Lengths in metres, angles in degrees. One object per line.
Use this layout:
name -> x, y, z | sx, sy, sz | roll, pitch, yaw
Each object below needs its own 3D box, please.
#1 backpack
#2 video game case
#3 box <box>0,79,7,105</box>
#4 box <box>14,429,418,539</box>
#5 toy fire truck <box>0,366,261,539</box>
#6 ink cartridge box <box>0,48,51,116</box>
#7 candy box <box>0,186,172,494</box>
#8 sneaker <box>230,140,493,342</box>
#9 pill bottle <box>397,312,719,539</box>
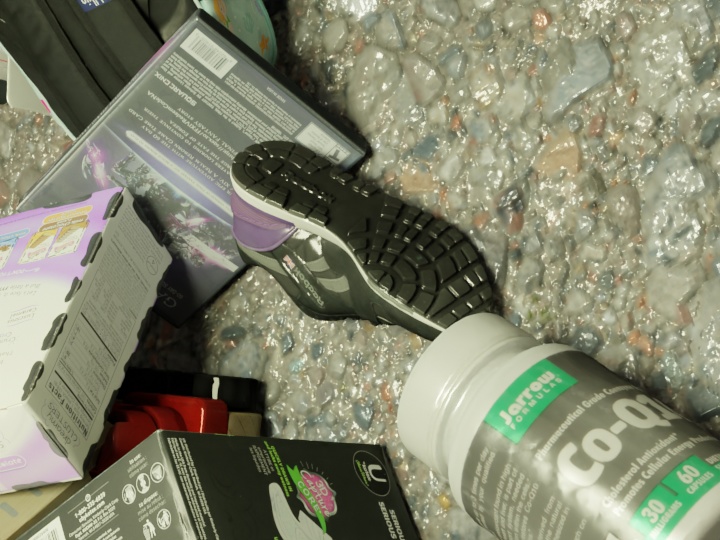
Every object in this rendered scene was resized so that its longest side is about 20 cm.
backpack -> -0.154, -0.178, 1.184 | 0.177, 0.151, 0.200 | -18, 112, 33
video game case -> -0.114, -0.062, 1.164 | 0.200, 0.143, 0.019 | -41, 22, 29
box -> -0.331, -0.217, 1.313 | 0.079, 0.200, 0.141 | -28, 66, 33
box -> -0.076, 0.185, 1.047 | 0.148, 0.200, 0.125 | -37, 61, 30
toy fire truck -> -0.188, 0.123, 1.148 | 0.176, 0.200, 0.129 | 3, 85, 40
ink cartridge box -> -0.238, -0.200, 1.288 | 0.067, 0.117, 0.201 | -12, 76, 37
candy box -> -0.231, 0.051, 1.125 | 0.167, 0.072, 0.200 | -12, 38, 25
sneaker -> 0.000, 0.000, 1.110 | 0.200, 0.076, 0.088 | 36, 139, 27
pill bottle -> 0.120, 0.110, 0.952 | 0.200, 0.113, 0.113 | 33, 105, 37
